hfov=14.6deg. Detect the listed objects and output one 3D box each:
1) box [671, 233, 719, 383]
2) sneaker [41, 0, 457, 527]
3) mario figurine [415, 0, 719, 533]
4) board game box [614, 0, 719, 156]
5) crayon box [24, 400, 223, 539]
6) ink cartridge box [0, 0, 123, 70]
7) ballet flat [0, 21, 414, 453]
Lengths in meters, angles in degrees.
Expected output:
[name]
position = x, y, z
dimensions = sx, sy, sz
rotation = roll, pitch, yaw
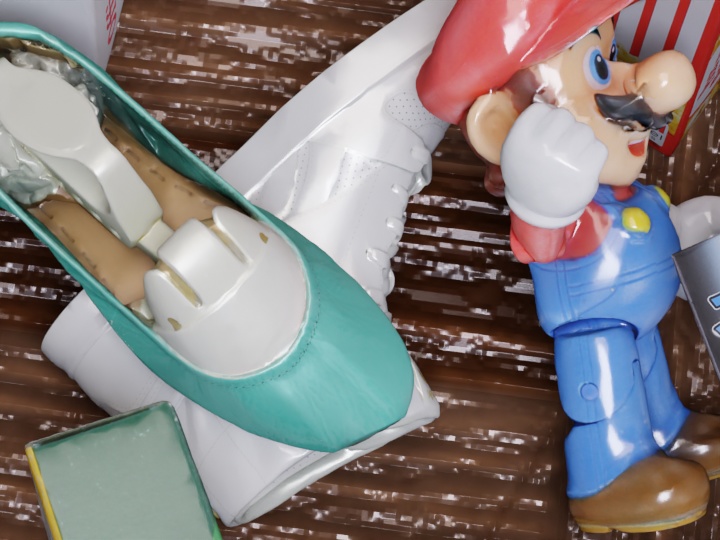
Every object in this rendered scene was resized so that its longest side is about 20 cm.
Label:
[box]
position = 0.181, 0.065, 0.855
dimensions = 0.110, 0.035, 0.200
rotation = -24, 72, 18
[sneaker]
position = 0.000, 0.000, 0.982
dimensions = 0.200, 0.074, 0.116
rotation = -43, 79, -5
[mario figurine]
position = 0.091, -0.018, 0.932
dimensions = 0.106, 0.123, 0.200
rotation = -19, 102, -12
[board game box]
position = 0.069, -0.133, 0.960
dimensions = 0.151, 0.200, 0.046
rotation = 34, 72, 10
[crayon box]
position = -0.050, 0.155, 0.892
dimensions = 0.052, 0.126, 0.200
rotation = -17, 72, -8
[ink cartridge box]
position = -0.142, -0.190, 1.000
dimensions = 0.145, 0.147, 0.200
rotation = 12, 71, 2
[ballet flat]
position = -0.069, -0.012, 0.920
dimensions = 0.200, 0.070, 0.067
rotation = 40, 86, 14
